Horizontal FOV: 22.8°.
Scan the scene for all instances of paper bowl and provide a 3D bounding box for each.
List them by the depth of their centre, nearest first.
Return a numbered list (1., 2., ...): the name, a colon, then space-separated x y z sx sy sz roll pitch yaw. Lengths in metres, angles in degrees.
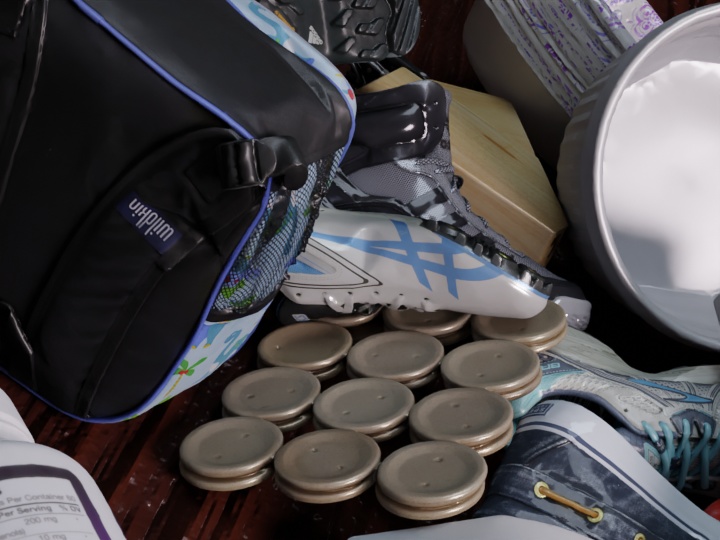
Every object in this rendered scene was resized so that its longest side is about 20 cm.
1. paper bowl: 0.146 -0.139 1.196 0.201 0.104 0.201 45 19 -20

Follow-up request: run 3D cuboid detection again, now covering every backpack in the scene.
1. backpack: -0.106 -0.041 0.831 0.183 0.200 0.147 37 33 13

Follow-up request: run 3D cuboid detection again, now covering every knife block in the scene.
1. knife block: 0.016 -0.072 1.088 0.175 0.064 0.200 10 35 -22

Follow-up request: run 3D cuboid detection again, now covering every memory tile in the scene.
1. memory tile: 0.010 0.059 0.880 0.152 0.017 0.200 5 28 20

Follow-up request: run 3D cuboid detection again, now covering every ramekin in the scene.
1. ramekin: 0.209 -0.053 1.049 0.199 0.201 0.105 16 -3 -14

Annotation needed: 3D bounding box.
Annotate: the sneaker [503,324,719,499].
1. sneaker: 0.153 0.091 0.928 0.199 0.078 0.086 13 25 2

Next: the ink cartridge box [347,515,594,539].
1. ink cartridge box: 0.082 0.159 0.713 0.199 0.047 0.160 -12 29 15

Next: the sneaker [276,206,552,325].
1. sneaker: 0.000 0.000 0.928 0.199 0.073 0.072 13 1 11

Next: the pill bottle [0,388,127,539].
1. pill bottle: -0.128 0.134 0.645 0.111 0.112 0.200 -2 41 -36

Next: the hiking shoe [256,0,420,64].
1. hiking shoe: -0.064 -0.139 1.025 0.199 0.075 0.087 -2 1 -33

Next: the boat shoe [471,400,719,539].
1. boat shoe: 0.137 0.157 0.846 0.200 0.071 0.091 38 60 -2

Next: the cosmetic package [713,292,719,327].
1. cosmetic package: 0.252 0.076 0.880 0.101 0.071 0.201 14 42 -20

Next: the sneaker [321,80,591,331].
1. sneaker: 0.048 -0.040 1.003 0.199 0.114 0.075 21 -7 -2

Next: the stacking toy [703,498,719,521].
1. stacking toy: 0.265 0.161 0.910 0.199 0.086 0.086 20 32 -1
